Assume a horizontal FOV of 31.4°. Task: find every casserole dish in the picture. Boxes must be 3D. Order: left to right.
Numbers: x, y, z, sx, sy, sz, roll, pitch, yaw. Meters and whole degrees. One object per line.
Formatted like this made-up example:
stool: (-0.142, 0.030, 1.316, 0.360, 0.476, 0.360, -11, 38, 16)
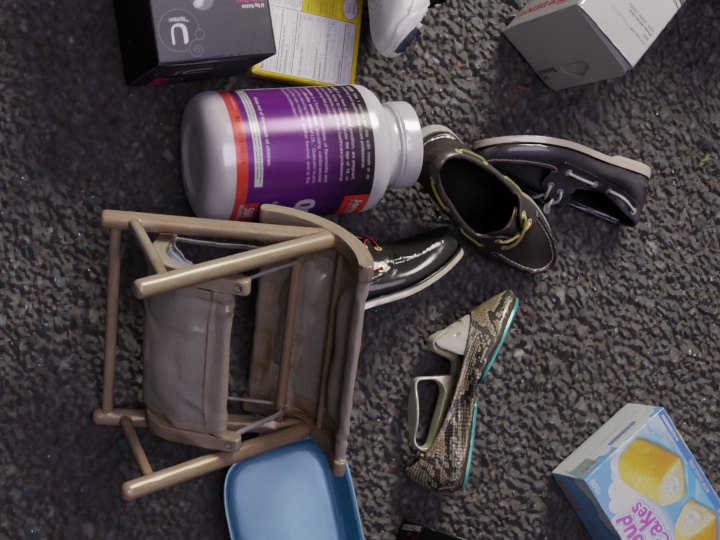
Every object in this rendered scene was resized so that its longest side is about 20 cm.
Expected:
casserole dish: (-0.060, 0.239, 1.141, 0.120, 0.039, 0.202, -14, 95, -22)

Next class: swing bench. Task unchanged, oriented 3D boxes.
swing bench: (-0.105, 0.061, 1.039, 0.198, 0.130, 0.201, -4, 119, -23)

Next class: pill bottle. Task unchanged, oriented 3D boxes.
pill bottle: (-0.050, -0.102, 1.110, 0.198, 0.112, 0.114, -6, 91, -22)

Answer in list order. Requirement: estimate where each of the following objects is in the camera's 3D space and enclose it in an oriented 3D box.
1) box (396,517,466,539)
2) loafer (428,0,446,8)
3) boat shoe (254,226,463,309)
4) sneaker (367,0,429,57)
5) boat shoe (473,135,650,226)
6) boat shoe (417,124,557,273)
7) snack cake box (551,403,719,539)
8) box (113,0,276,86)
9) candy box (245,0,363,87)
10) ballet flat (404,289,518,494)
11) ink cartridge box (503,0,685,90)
box: (0.102, 0.320, 1.118, 0.123, 0.200, 0.150, 25, 80, -20)
loafer: (0.084, -0.339, 1.190, 0.071, 0.073, 0.202, 8, 87, -21)
boat shoe: (0.001, 0.000, 1.150, 0.200, 0.074, 0.064, -22, 105, -17)
sneaker: (-0.005, -0.294, 1.123, 0.128, 0.079, 0.202, 9, 85, -26)
boat shoe: (0.196, -0.086, 1.234, 0.198, 0.072, 0.063, 10, 82, -27)
boat shoe: (0.120, -0.053, 1.183, 0.072, 0.061, 0.201, -47, 122, 8)
snack cake box: (0.292, 0.247, 1.270, 0.115, 0.067, 0.201, -38, 102, -19)
box: (-0.149, -0.265, 1.067, 0.105, 0.122, 0.202, -10, 92, -22)
candy box: (-0.044, -0.267, 1.161, 0.101, 0.026, 0.202, 8, 86, -23)
ballet flat: (0.087, 0.105, 1.194, 0.075, 0.068, 0.202, 18, 84, -5)
ink cartridge box: (0.249, -0.277, 1.218, 0.084, 0.146, 0.200, 44, 74, -16)
